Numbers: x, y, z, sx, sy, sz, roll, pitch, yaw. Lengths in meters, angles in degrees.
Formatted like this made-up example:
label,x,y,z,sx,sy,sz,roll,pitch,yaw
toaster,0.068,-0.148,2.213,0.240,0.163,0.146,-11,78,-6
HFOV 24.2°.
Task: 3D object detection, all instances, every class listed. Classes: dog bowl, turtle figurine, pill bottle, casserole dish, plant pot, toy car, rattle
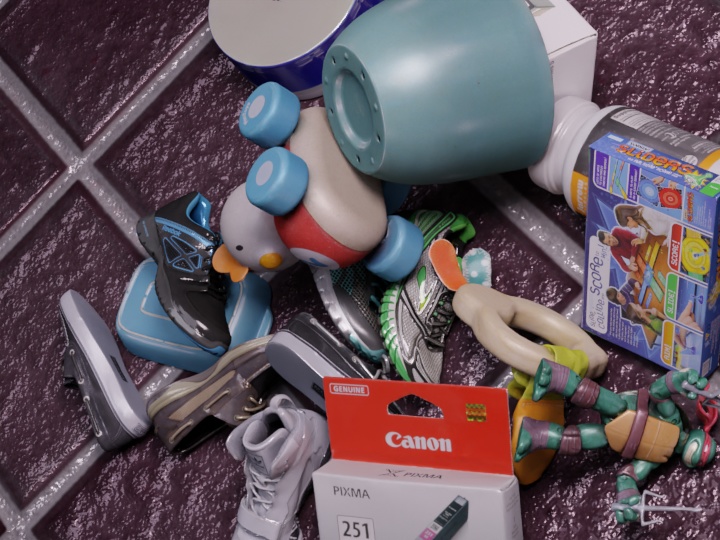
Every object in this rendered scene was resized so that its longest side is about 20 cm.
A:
label,x,y,z,sx,sy,sz,roll,pitch,yaw
dog bowl,-0.068,-0.296,1.875,0.199,0.079,0.201,-12,62,23
turtle figurine,0.244,0.147,1.481,0.199,0.101,0.150,14,97,3
pill bottle,0.262,-0.087,1.578,0.200,0.116,0.117,28,82,35
casserole dish,-0.186,0.043,1.806,0.199,0.039,0.122,12,73,31
plant pot,0.060,-0.171,1.578,0.160,0.201,0.201,-18,52,-22
toy car,-0.074,-0.045,1.649,0.200,0.184,0.177,-40,39,29
rattle,0.126,0.080,1.596,0.200,0.143,0.130,31,39,27

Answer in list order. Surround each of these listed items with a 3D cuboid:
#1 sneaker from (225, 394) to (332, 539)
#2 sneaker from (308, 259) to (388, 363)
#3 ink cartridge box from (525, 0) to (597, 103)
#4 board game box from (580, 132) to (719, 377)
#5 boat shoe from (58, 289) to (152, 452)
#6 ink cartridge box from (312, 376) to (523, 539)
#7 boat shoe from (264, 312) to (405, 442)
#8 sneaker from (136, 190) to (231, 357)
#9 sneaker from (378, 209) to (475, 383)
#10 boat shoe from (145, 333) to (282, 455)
label,x,y,z,sx,sy,sz,roll,pitch,yaw
sneaker,-0.095,0.215,1.629,0.075,0.115,0.201,21,79,34
sneaker,0.000,0.000,1.706,0.091,0.078,0.201,-29,58,9
ink cartridge box,0.146,-0.228,1.679,0.084,0.146,0.200,-25,55,-16
board game box,0.263,-0.010,1.503,0.135,0.201,0.034,27,44,35
boat shoe,-0.292,0.111,1.818,0.066,0.070,0.200,-36,63,7
ink cartridge box,0.049,0.192,1.552,0.199,0.044,0.175,2,107,29
boat shoe,0.001,0.118,1.634,0.199,0.074,0.068,37,56,13
sneaker,-0.171,0.000,1.750,0.082,0.073,0.200,-34,56,11
sneaker,0.070,0.026,1.652,0.085,0.078,0.201,-7,64,25
boat shoe,-0.127,0.130,1.722,0.199,0.074,0.074,-29,68,22
